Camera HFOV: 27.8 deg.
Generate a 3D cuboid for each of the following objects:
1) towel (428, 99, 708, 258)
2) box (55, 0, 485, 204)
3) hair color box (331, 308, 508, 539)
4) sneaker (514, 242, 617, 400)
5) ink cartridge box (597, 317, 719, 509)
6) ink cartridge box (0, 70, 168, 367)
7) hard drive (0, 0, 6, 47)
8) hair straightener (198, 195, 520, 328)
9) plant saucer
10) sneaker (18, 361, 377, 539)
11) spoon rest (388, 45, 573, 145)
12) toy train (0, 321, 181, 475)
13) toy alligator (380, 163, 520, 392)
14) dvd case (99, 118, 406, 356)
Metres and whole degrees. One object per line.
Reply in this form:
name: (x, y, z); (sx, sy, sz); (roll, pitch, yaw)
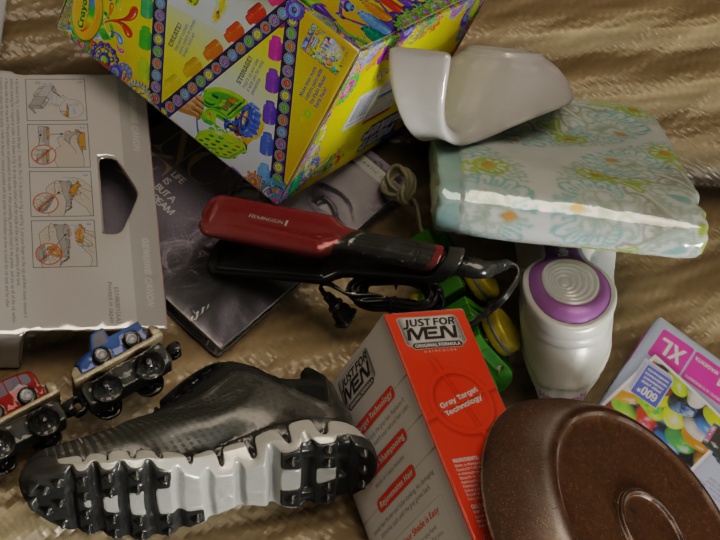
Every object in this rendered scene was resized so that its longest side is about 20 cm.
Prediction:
towel: (0.129, -0.068, 0.963); (0.170, 0.049, 0.200); (4, 25, 0)
box: (-0.053, -0.174, 0.959); (0.192, 0.122, 0.200); (39, 33, 11)
hair color box: (0.049, 0.132, 0.824); (0.061, 0.102, 0.201); (-4, 58, -32)
sneaker: (0.131, 0.016, 0.963); (0.074, 0.100, 0.200); (5, 30, 8)
ink cartridge box: (0.189, 0.132, 0.915); (0.119, 0.042, 0.200); (36, 55, 9)
ink cartridge box: (-0.216, -0.036, 0.896); (0.175, 0.045, 0.201); (1, 57, -17)
hard drive: (-0.306, -0.217, 0.994); (0.131, 0.027, 0.201); (12, 53, -21)
hair straightener: (0.000, 0.000, 0.904); (0.198, 0.077, 0.041); (6, 48, 8)
plant saucer: (0.150, 0.149, 0.793); (0.199, 0.034, 0.201); (29, 38, -26)
sneaker: (-0.095, 0.097, 0.833); (0.198, 0.067, 0.091); (-7, 42, -13)
spoon rest: (0.074, -0.116, 0.951); (0.099, 0.061, 0.200); (11, 12, 25)
toy train: (-0.191, 0.082, 0.811); (0.199, 0.034, 0.046); (-28, 68, -21)
toy alligator: (0.062, 0.017, 0.949); (0.054, 0.059, 0.201); (36, 28, -50)
dvd case: (-0.081, -0.050, 0.968); (0.148, 0.016, 0.200); (40, 54, 12)
